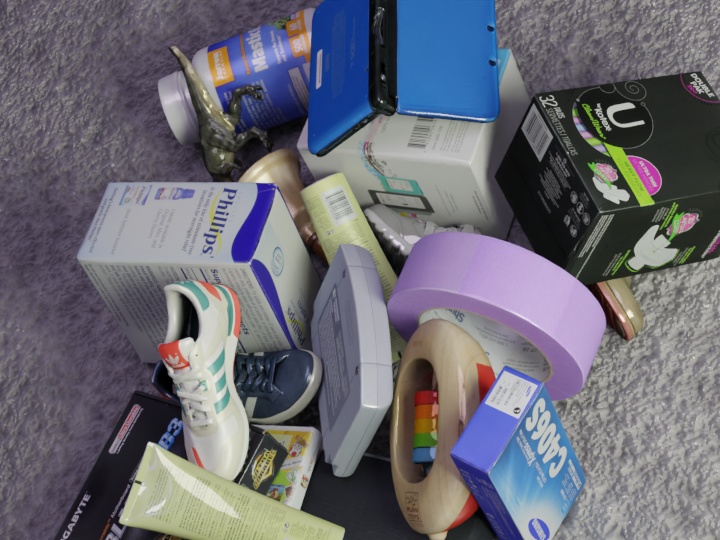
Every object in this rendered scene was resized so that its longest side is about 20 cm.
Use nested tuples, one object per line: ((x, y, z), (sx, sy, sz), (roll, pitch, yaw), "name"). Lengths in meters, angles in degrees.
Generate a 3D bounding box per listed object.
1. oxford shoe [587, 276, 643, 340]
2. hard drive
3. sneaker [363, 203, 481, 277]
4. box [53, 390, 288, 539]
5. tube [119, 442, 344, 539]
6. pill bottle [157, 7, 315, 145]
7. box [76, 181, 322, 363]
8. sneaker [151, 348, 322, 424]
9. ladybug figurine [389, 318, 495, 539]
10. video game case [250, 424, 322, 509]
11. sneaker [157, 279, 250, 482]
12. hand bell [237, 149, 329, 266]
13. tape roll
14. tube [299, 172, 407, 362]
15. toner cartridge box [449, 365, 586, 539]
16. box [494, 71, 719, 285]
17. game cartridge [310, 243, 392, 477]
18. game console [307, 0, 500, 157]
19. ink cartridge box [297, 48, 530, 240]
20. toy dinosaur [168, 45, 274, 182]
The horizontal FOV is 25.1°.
((0.251, -0.023, 1.605), (0.074, 0.071, 0.201), (-19, 55, 2), "oxford shoe")
((0.026, 0.243, 1.539), (0.199, 0.042, 0.136), (15, 65, 28), "hard drive")
((0.090, -0.017, 1.669), (0.199, 0.075, 0.082), (33, 68, 22), "sneaker")
((-0.194, 0.231, 1.588), (0.198, 0.050, 0.201), (13, 66, 41), "box")
((-0.115, 0.227, 1.484), (0.199, 0.052, 0.058), (19, 42, -1), "tube")
((-0.125, -0.214, 1.844), (0.199, 0.112, 0.113), (-19, 54, 8), "pill bottle")
((-0.159, 0.006, 1.670), (0.198, 0.184, 0.105), (2, 53, 21), "box")
((-0.130, 0.109, 1.623), (0.199, 0.084, 0.075), (-14, 55, 38), "sneaker")
((0.081, 0.146, 1.483), (0.136, 0.071, 0.202), (-10, 74, 62), "ladybug figurine")
((-0.145, 0.237, 1.596), (0.199, 0.023, 0.183), (-2, 58, 36), "video game case")
((-0.158, 0.104, 1.526), (0.070, 0.093, 0.202), (-11, 74, 30), "sneaker")
((-0.041, -0.028, 1.727), (0.104, 0.104, 0.200), (-43, 67, -9), "hand bell")
((0.128, 0.045, 1.527), (0.199, 0.200, 0.066), (13, 65, 27), "tape roll")
((0.000, 0.000, 1.657), (0.052, 0.058, 0.201), (-23, 85, -38), "tube")
((0.144, 0.175, 1.438), (0.043, 0.200, 0.095), (25, 71, 31), "toner cartridge box")
((0.258, -0.089, 1.548), (0.199, 0.125, 0.149), (-10, 57, -25), "box")
((-0.009, 0.080, 1.562), (0.040, 0.134, 0.201), (5, 49, -15), "game cartridge")
((0.041, -0.212, 1.654), (0.170, 0.118, 0.201), (-33, 44, 41), "game console")
((0.064, -0.139, 1.701), (0.199, 0.146, 0.148), (8, 62, 26), "ink cartridge box")
((-0.145, -0.159, 1.780), (0.087, 0.047, 0.202), (-14, 99, 15), "toy dinosaur")
